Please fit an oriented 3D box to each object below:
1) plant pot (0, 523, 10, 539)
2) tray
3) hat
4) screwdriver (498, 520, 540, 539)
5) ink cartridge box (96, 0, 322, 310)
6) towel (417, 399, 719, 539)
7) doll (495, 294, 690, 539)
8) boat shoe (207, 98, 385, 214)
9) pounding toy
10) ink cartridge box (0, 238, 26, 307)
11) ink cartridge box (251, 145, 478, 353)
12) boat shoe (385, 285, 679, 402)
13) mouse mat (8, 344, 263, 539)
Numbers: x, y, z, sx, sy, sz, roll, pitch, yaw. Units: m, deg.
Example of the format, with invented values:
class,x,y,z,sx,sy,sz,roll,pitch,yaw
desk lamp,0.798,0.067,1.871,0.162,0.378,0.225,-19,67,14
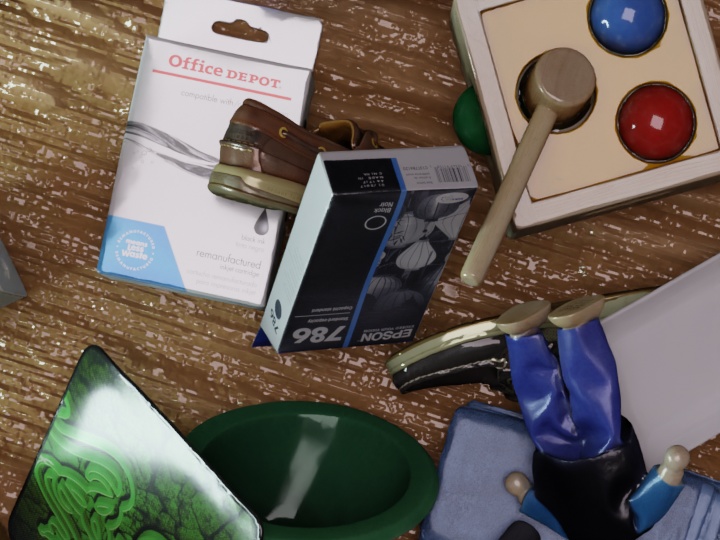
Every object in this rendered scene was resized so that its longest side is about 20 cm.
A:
class,x,y,z,sx,sy,sz,roll,pitch,yaw
plant pot,-0.321,0.218,1.613,0.185,0.200,0.188,0,88,3
tray,0.238,0.043,1.678,0.199,0.022,0.108,-28,105,-18
hat,-0.054,0.203,1.681,0.198,0.166,0.177,-4,120,-17
screwdriver,0.053,0.235,1.612,0.028,0.029,0.200,18,53,35
ink cartridge box,-0.097,-0.084,1.693,0.115,0.068,0.202,11,87,0
towel,0.142,0.165,1.691,0.199,0.049,0.112,19,88,0
doll,0.149,0.118,1.623,0.136,0.048,0.201,-7,106,34
boat shoe,-0.007,-0.062,1.646,0.199,0.072,0.068,13,89,-40
pounding toy,0.136,-0.100,1.656,0.198,0.142,0.186,-15,87,-1
ink cartridge box,-0.329,0.019,1.650,0.199,0.148,0.086,-26,89,-2
ink cartridge box,0.000,0.000,1.621,0.099,0.201,0.039,-5,54,-20
boat shoe,0.117,0.058,1.683,0.198,0.073,0.065,-13,82,0
mouse mat,-0.147,0.165,1.633,0.200,0.007,0.162,43,119,35
